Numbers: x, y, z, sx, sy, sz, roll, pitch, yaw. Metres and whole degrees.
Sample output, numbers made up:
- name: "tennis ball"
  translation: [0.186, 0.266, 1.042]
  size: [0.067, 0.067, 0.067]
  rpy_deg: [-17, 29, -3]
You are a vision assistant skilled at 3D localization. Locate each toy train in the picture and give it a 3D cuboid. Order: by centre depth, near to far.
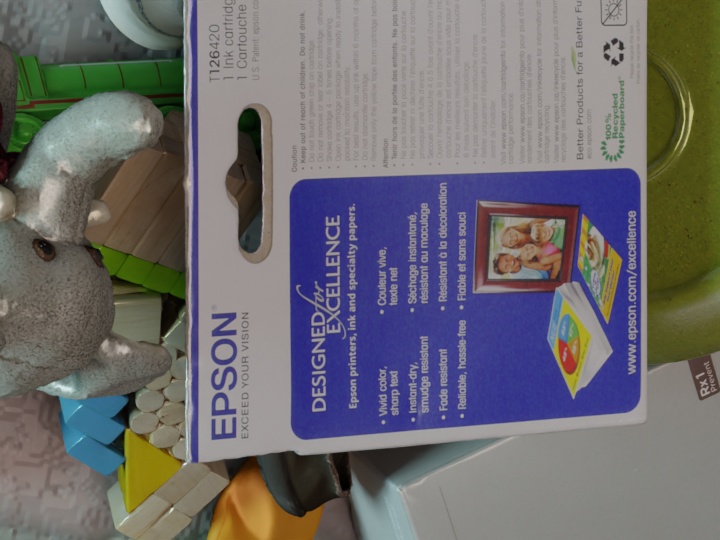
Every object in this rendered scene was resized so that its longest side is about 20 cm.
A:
- name: "toy train"
  translation: [-0.126, -0.056, 1.111]
  size: [0.200, 0.056, 0.042]
  rpy_deg: [-4, 148, -24]

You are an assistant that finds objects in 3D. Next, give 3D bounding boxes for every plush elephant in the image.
- name: "plush elephant"
  translation: [-0.136, -0.026, 0.982]
  size: [0.155, 0.165, 0.200]
  rpy_deg: [27, 98, 19]

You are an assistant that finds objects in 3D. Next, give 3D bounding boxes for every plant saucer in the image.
- name: "plant saucer"
  translation: [0.104, -0.061, 1.144]
  size: [0.200, 0.031, 0.200]
  rpy_deg: [2, 95, 18]

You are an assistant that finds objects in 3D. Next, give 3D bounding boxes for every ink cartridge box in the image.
- name: "ink cartridge box"
  translation: [0.016, -0.036, 1.068]
  size: [0.200, 0.047, 0.198]
  rpy_deg: [-2, 96, -29]

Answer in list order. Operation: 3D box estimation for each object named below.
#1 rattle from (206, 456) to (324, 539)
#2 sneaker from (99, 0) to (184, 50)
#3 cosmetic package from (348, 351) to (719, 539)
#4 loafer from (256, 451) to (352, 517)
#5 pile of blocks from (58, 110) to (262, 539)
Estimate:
- name: "rattle"
  translation: [-0.016, 0.168, 1.121]
  size: [0.143, 0.200, 0.130]
  rpy_deg: [-39, 112, -8]
- name: "sneaker"
  translation: [-0.018, -0.163, 1.110]
  size: [0.074, 0.087, 0.200]
  rpy_deg: [36, 87, -21]
- name: "cosmetic package"
  translation: [0.099, 0.082, 1.208]
  size: [0.200, 0.090, 0.107]
  rpy_deg: [-26, 112, -16]
- name: "loafer"
  translation: [0.000, 0.000, 1.130]
  size: [0.071, 0.073, 0.200]
  rpy_deg: [7, 99, 3]
- name: "pile of blocks"
  translation: [-0.088, 0.015, 1.119]
  size: [0.082, 0.062, 0.200]
  rpy_deg: [-2, 128, -15]
